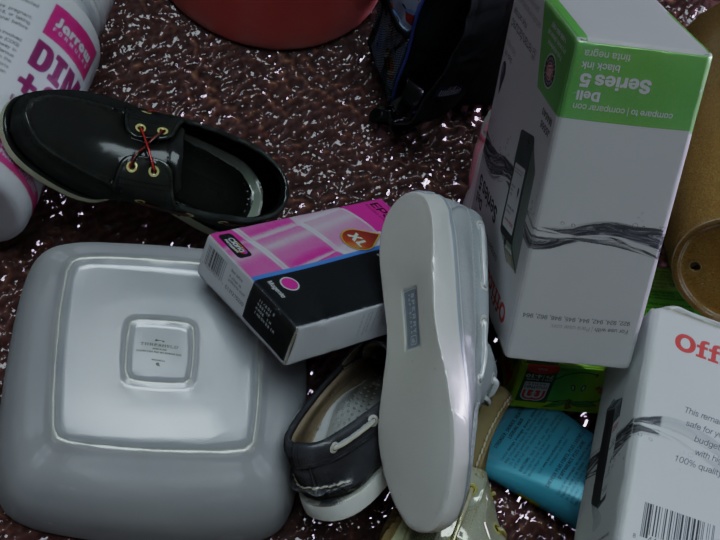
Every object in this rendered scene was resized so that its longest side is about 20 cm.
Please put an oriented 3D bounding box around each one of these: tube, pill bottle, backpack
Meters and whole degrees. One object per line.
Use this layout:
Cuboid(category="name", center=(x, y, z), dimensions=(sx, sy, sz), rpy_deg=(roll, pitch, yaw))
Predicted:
Cuboid(category="tube", center=(0.163, 0.150, 0.871), dimensions=(0.199, 0.051, 0.077), rpy_deg=(33, 55, 16))
Cuboid(category="pill bottle", center=(-0.245, -0.131, 0.906), dimensions=(0.112, 0.114, 0.202), rpy_deg=(17, 59, -1))
Cuboid(category="backpack", center=(0.101, -0.213, 0.973), dimensions=(0.198, 0.191, 0.156), rpy_deg=(-13, 67, -18))

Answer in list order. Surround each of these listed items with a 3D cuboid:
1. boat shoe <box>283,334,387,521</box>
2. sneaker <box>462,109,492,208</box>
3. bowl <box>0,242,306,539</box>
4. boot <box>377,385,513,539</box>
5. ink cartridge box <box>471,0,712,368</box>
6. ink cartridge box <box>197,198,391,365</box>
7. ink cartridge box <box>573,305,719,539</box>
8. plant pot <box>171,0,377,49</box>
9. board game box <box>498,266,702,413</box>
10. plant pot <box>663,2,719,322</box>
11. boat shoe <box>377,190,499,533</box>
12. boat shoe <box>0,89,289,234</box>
Cuboid(category="boat shoe", center=(0.016, 0.071, 0.853), dimensions=(0.073, 0.061, 0.200), rpy_deg=(7, 40, 39))
Cuboid(category="sneaker", center=(0.143, -0.065, 0.977), dimensions=(0.075, 0.106, 0.199), rpy_deg=(31, 26, 33))
Cuboid(category="bowl", center=(-0.128, 0.067, 0.843), dimensions=(0.197, 0.075, 0.202), rpy_deg=(5, 61, -10))
Cuboid(category="boot", center=(0.090, 0.180, 0.822), dimensions=(0.153, 0.072, 0.201), rpy_deg=(27, 66, 6))
Cuboid(category="ink cartridge box", center=(0.130, -0.063, 0.810), dimensions=(0.083, 0.202, 0.146), rpy_deg=(5, 26, -9))
Cuboid(category="ink cartridge box", center=(0.000, 0.000, 0.860), dimensions=(0.199, 0.037, 0.095), rpy_deg=(-12, 45, -44))
Cuboid(category="ink cartridge box", center=(0.210, 0.143, 0.788), dimensions=(0.143, 0.084, 0.202), rpy_deg=(20, 61, -4))
Cuboid(category="plant pot", center=(-0.063, -0.300, 1.000), dimensions=(0.198, 0.178, 0.203), rpy_deg=(4, 61, -8))
Cuboid(category="board game box", center=(0.196, 0.048, 0.919), dimensions=(0.197, 0.048, 0.102), rpy_deg=(5, 47, -8))
Cuboid(category="plant pot", center=(0.278, -0.060, 0.902), dimensions=(0.185, 0.187, 0.201), rpy_deg=(25, 46, 4))
Cuboid(category="boat shoe", center=(0.052, 0.054, 0.799), dimensions=(0.068, 0.072, 0.203), rpy_deg=(8, 69, -37))
Cuboid(category="boat shoe", center=(-0.138, -0.076, 0.874), dimensions=(0.200, 0.063, 0.075), rpy_deg=(19, 67, -35))
